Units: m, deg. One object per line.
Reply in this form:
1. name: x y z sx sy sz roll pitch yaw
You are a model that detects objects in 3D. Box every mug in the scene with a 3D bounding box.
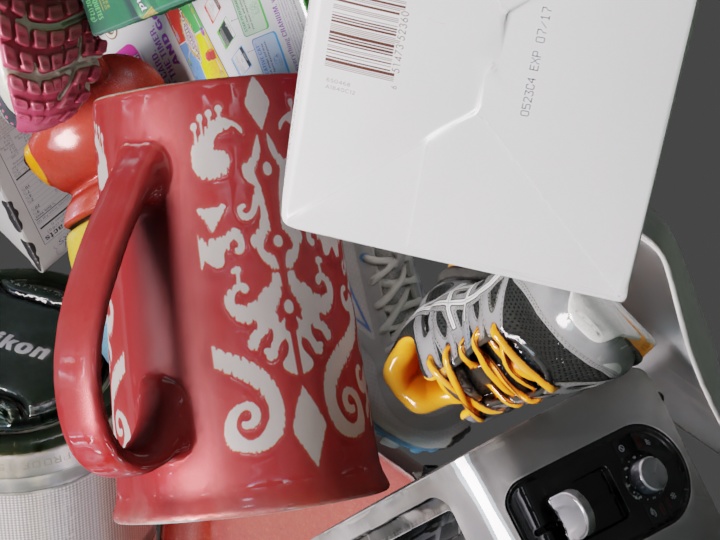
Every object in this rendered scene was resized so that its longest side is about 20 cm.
1. mug: -0.065 0.012 1.306 0.132 0.178 0.202 -6 89 8

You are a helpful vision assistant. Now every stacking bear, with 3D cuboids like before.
1. stacking bear: -0.109 -0.016 1.450 0.121 0.113 0.201 4 -117 -88

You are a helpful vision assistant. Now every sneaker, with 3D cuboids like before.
1. sneaker: 0.068 0.034 1.254 0.078 0.077 0.200 47 167 -7
2. sneaker: -0.189 -0.160 1.419 0.074 0.080 0.201 -31 69 35
3. sneaker: 0.000 0.000 1.396 0.087 0.075 0.201 -32 95 46

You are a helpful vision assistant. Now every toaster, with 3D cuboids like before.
1. toaster: 0.082 0.164 1.300 0.200 0.118 0.182 -33 81 51

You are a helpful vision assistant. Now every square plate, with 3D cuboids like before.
1. square plate: 0.090 -0.014 1.269 0.198 0.028 0.200 36 166 33

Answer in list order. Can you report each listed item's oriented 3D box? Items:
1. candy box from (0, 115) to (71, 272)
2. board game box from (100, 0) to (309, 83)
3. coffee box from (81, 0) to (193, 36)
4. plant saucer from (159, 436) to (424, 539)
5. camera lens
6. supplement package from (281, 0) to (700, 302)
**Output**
1. candy box: -0.227 -0.117 1.557 0.168 0.071 0.200 41 164 28
2. board game box: -0.083 -0.152 1.458 0.199 0.040 0.154 -14 97 52
3. coffee box: -0.089 -0.188 1.318 0.200 0.044 0.124 -8 101 60
4. plant saucer: -0.033 0.143 1.551 0.199 0.037 0.201 33 132 36
5. camera lens: -0.195 0.112 1.613 0.160 0.160 0.201 38 145 32
6. supplement package: 0.067 -0.132 1.122 0.146 0.200 0.192 13 125 4
